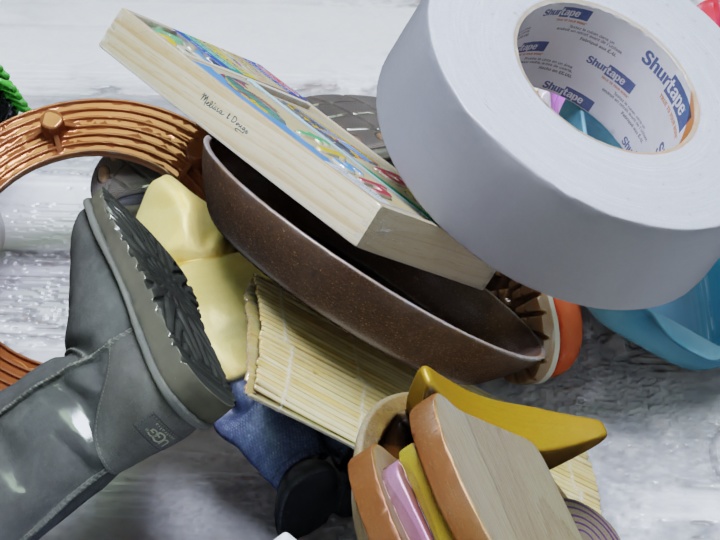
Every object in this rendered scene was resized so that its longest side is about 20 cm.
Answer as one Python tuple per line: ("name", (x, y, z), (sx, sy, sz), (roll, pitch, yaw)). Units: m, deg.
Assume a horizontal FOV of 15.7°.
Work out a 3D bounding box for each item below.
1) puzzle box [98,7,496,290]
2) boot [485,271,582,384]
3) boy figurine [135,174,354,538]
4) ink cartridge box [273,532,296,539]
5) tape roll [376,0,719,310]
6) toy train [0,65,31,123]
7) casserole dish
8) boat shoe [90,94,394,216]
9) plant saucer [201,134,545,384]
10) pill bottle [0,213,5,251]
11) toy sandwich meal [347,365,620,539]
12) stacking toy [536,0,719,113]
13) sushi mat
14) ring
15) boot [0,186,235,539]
("puzzle box", (-0.028, -0.062, 1.336), (0.200, 0.025, 0.133), (38, 10, 30))
("boot", (0.109, -0.013, 1.417), (0.107, 0.075, 0.200), (10, 41, -18))
("boy figurine", (-0.065, 0.037, 1.293), (0.124, 0.065, 0.200), (-22, 58, -28))
("ink cartridge box", (-0.056, 0.190, 1.066), (0.068, 0.116, 0.200), (41, 33, -15))
("tape roll", (0.111, -0.078, 1.323), (0.200, 0.066, 0.201), (16, 44, -16))
("toy train", (-0.223, -0.099, 1.466), (0.056, 0.042, 0.200), (25, -5, 0))
("casserole dish", (0.154, -0.025, 1.398), (0.121, 0.039, 0.200), (28, 40, -30))
("boat shoe", (-0.050, -0.046, 1.459), (0.199, 0.073, 0.075), (-10, 33, -5))
("plant saucer", (0.000, 0.000, 1.291), (0.200, 0.035, 0.200), (31, 10, -6))
("pill bottle", (-0.266, 0.032, 1.276), (0.112, 0.112, 0.200), (15, 58, 20))
("toy sandwich meal", (0.072, 0.119, 1.130), (0.205, 0.070, 0.205), (38, 30, -26))
("stacking toy", (0.144, -0.097, 1.523), (0.199, 0.110, 0.116), (-7, 17, 9))
("sushi mat", (0.031, 0.073, 1.251), (0.200, 0.012, 0.096), (28, 28, -17))
("ring", (-0.145, -0.009, 1.375), (0.200, 0.019, 0.201), (-1, 60, 1))
("boot", (-0.166, 0.069, 1.226), (0.200, 0.073, 0.182), (-39, 34, 11))
